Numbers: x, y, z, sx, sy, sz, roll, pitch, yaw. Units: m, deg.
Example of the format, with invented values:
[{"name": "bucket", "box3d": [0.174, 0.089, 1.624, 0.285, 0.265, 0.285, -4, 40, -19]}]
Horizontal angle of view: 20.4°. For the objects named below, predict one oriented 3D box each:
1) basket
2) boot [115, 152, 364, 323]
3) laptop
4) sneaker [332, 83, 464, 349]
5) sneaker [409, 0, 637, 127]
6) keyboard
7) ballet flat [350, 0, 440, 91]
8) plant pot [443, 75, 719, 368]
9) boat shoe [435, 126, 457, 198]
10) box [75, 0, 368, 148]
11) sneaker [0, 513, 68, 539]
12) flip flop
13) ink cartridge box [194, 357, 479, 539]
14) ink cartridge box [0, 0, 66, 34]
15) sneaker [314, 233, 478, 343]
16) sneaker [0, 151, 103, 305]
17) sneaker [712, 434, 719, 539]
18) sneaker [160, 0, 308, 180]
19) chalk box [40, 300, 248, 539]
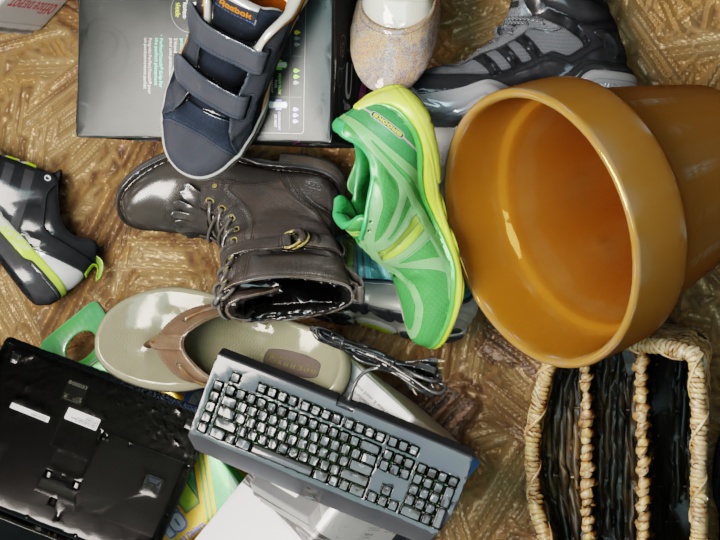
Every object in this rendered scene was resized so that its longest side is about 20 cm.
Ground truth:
[{"name": "basket", "box3d": [0.190, 0.143, 1.491, 0.141, 0.149, 0.202, 1, 95, 11]}, {"name": "boot", "box3d": [-0.094, -0.022, 1.493, 0.198, 0.175, 0.070, -4, 124, 4]}, {"name": "laptop", "box3d": [-0.223, 0.183, 1.519, 0.176, 0.103, 0.201, 19, 71, 9]}, {"name": "sneaker", "box3d": [0.022, -0.035, 1.451, 0.083, 0.074, 0.202, -19, 112, -14]}, {"name": "sneaker", "box3d": [0.108, -0.171, 1.507, 0.198, 0.075, 0.115, -5, 86, -13]}, {"name": "keyboard", "box3d": [-0.013, 0.104, 1.426, 0.198, 0.021, 0.128, 21, 90, 4]}, {"name": "ballet flat", "box3d": [0.031, -0.222, 1.481, 0.067, 0.068, 0.201, 6, 54, 8]}, {"name": "plant pot", "box3d": [0.192, -0.052, 1.442, 0.200, 0.182, 0.202, 28, 127, 45]}, {"name": "boat shoe", "box3d": [0.085, -0.064, 1.535, 0.200, 0.069, 0.071, 45, 102, 5]}, {"name": "box", "box3d": [-0.101, -0.158, 1.524, 0.198, 0.148, 0.126, 2, 93, 11]}, {"name": "sneaker", "box3d": [-0.296, 0.139, 1.605, 0.070, 0.108, 0.201, -31, 88, 11]}, {"name": "flip flop", "box3d": [-0.104, 0.058, 1.468, 0.198, 0.058, 0.082, 13, 81, 18]}, {"name": "ink cartridge box", "box3d": [-0.021, 0.182, 1.514, 0.084, 0.145, 0.200, 40, 91, 31]}, {"name": "ink cartridge box", "box3d": [-0.234, -0.282, 1.541, 0.085, 0.146, 0.200, 44, 100, 3]}, {"name": "sneaker", "box3d": [0.000, 0.000, 1.567, 0.198, 0.078, 0.080, 14, 69, 13]}, {"name": "sneaker", "box3d": [-0.282, -0.063, 1.620, 0.083, 0.072, 0.201, -36, 88, -13]}, {"name": "sneaker", "box3d": [0.310, 0.217, 1.515, 0.090, 0.076, 0.202, 3, 97, 3]}, {"name": "sneaker", "box3d": [-0.092, -0.158, 1.407, 0.078, 0.079, 0.201, 26, 99, 8]}, {"name": "chalk box", "box3d": [-0.178, 0.122, 1.573, 0.125, 0.124, 0.201, -38, 87, 11]}]
